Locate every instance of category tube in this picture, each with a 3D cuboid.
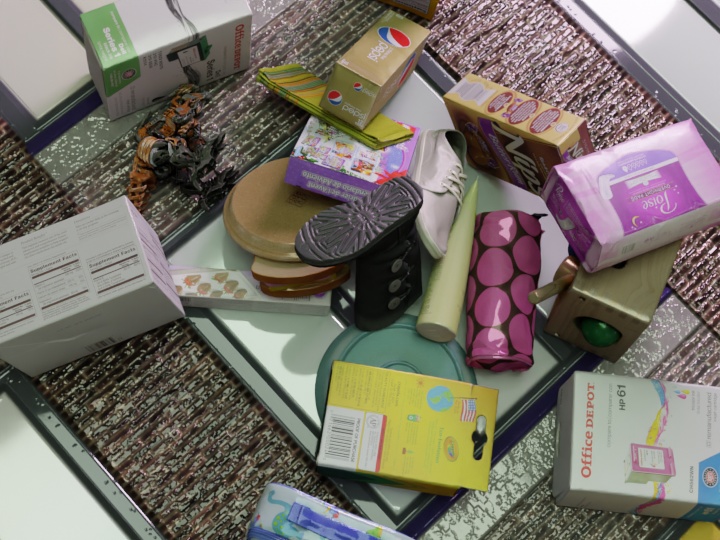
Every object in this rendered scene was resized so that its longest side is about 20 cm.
[{"bbox_3d":[0.113,-0.014,1.737,0.058,0.052,0.202,-7,57,38],"label":"tube"}]

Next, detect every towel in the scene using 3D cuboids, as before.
[{"bbox_3d":[-0.032,-0.208,1.783,0.199,0.018,0.086,32,33,26],"label":"towel"}]

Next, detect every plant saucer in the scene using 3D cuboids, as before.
[{"bbox_3d":[0.045,0.142,1.708,0.198,0.027,0.202,2,69,-6],"label":"plant saucer"}]

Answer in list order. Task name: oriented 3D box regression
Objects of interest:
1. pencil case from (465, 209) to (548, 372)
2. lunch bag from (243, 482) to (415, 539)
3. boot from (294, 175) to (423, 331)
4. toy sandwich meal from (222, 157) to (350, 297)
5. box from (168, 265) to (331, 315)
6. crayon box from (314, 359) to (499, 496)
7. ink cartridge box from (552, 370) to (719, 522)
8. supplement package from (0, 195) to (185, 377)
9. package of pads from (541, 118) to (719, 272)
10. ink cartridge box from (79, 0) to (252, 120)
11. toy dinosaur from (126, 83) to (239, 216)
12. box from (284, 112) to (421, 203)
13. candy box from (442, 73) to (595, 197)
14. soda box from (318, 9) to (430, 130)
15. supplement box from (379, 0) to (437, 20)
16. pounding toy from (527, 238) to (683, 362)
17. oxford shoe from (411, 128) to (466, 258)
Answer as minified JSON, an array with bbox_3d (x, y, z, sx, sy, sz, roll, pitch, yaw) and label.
[{"bbox_3d":[0.178,0.027,1.736,0.093,0.090,0.202,23,66,-37],"label":"pencil case"},{"bbox_3d":[-0.028,0.307,1.568,0.198,0.161,0.083,21,69,2],"label":"lunch bag"},{"bbox_3d":[0.001,0.000,1.649,0.164,0.201,0.066,-26,60,-18],"label":"boot"},{"bbox_3d":[-0.071,-0.056,1.730,0.203,0.071,0.206,-2,43,2],"label":"toy sandwich meal"},{"bbox_3d":[-0.134,0.025,1.727,0.198,0.041,0.039,4,70,-3],"label":"box"},{"bbox_3d":[0.054,0.185,1.652,0.198,0.051,0.128,10,69,-1],"label":"crayon box"},{"bbox_3d":[0.332,0.207,1.681,0.198,0.085,0.146,6,69,-2],"label":"ink cartridge box"},{"bbox_3d":[-0.323,0.021,1.629,0.198,0.156,0.112,-21,73,0],"label":"supplement package"},{"bbox_3d":[0.317,-0.084,1.619,0.198,0.076,0.121,-20,66,-19],"label":"package of pads"},{"bbox_3d":[-0.237,-0.283,1.774,0.198,0.146,0.085,-23,74,-13],"label":"ink cartridge box"},{"bbox_3d":[-0.229,-0.135,1.766,0.135,0.102,0.202,19,87,18],"label":"toy dinosaur"},{"bbox_3d":[-0.006,-0.141,1.739,0.136,0.039,0.200,18,29,1],"label":"box"},{"bbox_3d":[0.197,-0.155,1.737,0.056,0.117,0.199,-44,44,-19],"label":"candy box"},{"bbox_3d":[0.020,-0.251,1.776,0.064,0.068,0.200,29,35,4],"label":"soda box"},{"bbox_3d":[0.072,-0.430,1.829,0.108,0.200,0.110,21,69,2],"label":"supplement box"},{"bbox_3d":[0.280,0.007,1.697,0.141,0.184,0.201,24,69,4],"label":"pounding toy"},{"bbox_3d":[0.099,-0.101,1.731,0.057,0.075,0.201,-15,44,23],"label":"oxford shoe"}]
